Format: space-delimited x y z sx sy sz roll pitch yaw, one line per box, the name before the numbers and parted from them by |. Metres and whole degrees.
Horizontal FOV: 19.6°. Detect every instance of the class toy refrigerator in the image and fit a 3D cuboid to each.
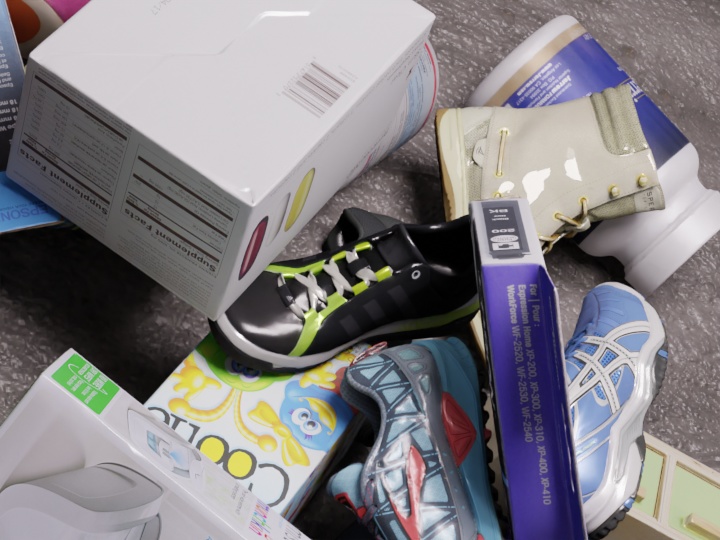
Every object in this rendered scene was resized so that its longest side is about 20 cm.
toy refrigerator | 0.173 0.150 1.410 0.200 0.070 0.076 30 46 -13

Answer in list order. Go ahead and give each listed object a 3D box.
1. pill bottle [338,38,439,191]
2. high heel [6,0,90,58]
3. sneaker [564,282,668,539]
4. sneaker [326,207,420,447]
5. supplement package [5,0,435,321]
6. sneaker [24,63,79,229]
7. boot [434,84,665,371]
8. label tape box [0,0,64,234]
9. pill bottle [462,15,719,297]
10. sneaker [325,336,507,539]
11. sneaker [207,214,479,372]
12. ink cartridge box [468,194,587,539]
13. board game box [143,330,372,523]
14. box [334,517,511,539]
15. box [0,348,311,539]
pill bottle | -0.028 -0.110 1.408 0.109 0.109 0.200 45 30 3
high heel | -0.191 -0.182 1.400 0.200 0.067 0.096 37 50 -35
sneaker | 0.146 0.077 1.348 0.077 0.076 0.200 29 43 -15
sneaker | 0.001 0.036 1.386 0.084 0.075 0.200 24 38 -10
supplement package | -0.080 -0.101 1.213 0.156 0.111 0.200 34 52 9
sneaker | -0.162 -0.045 1.339 0.200 0.076 0.105 44 63 1
boot | 0.138 -0.029 1.455 0.154 0.072 0.201 -9 73 2
label tape box | -0.270 -0.084 1.256 0.144 0.063 0.201 -12 63 -14
pill bottle | 0.180 -0.083 1.556 0.200 0.116 0.116 48 45 5
sneaker | 0.028 0.137 1.182 0.095 0.079 0.201 -2 63 -9
sneaker | 0.000 0.000 1.238 0.199 0.083 0.072 -13 55 -34
ink cartridge box | 0.095 0.076 1.162 0.043 0.199 0.200 -8 15 2
board game box | -0.081 0.114 1.230 0.103 0.105 0.200 34 44 6
box | 0.081 0.238 1.257 0.199 0.104 0.148 17 51 -24
box | -0.149 0.175 1.076 0.176 0.200 0.097 40 6 -3
